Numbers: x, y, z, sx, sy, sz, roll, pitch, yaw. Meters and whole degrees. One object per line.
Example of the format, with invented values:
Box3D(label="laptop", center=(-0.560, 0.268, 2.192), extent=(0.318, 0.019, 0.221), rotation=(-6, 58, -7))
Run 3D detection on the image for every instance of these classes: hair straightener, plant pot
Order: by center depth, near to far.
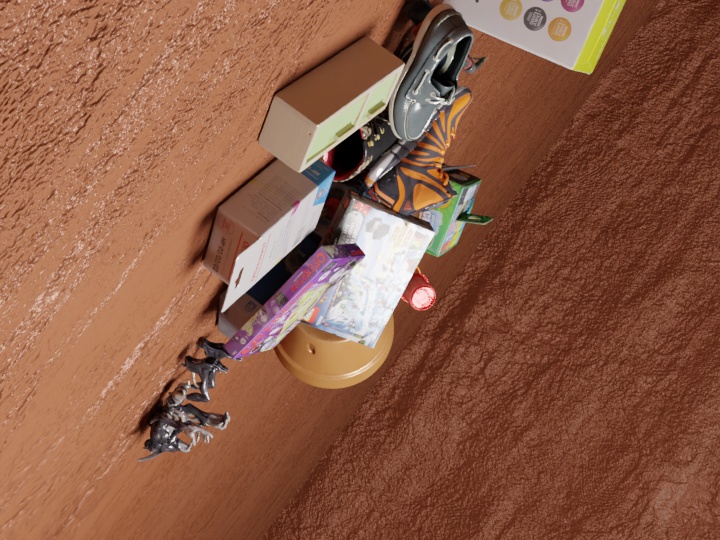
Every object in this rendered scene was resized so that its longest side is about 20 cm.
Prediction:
Box3D(label="hair straightener", center=(0.116, -0.322, 1.563), extent=(0.041, 0.077, 0.200), rotation=(-31, 156, 25))
Box3D(label="plant pot", center=(-0.044, 0.067, 1.800), extent=(0.200, 0.200, 0.140), rotation=(-50, 167, -17))

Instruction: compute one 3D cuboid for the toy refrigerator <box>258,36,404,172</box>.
Box3D(label="toy refrigerator", center=(-0.029, -0.197, 1.375), extent=(0.200, 0.070, 0.076), rotation=(-43, 165, -47))

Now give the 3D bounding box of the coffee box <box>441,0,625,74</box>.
Box3D(label="coffee box", center=(0.252, -0.392, 1.550), extent=(0.201, 0.197, 0.200), rotation=(-67, 166, 14))

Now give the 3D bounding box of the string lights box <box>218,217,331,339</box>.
Box3D(label="string lights box", center=(-0.119, 0.010, 1.668), extent=(0.200, 0.059, 0.103), rotation=(-48, 166, -29))

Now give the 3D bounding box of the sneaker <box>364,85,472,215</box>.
Box3D(label="sneaker", center=(0.109, -0.157, 1.631), extent=(0.200, 0.112, 0.078), rotation=(-47, 176, -2))

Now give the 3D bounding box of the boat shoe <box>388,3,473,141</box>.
Box3D(label="boat shoe", center=(0.092, -0.241, 1.496), extent=(0.073, 0.062, 0.201), rotation=(-19, 142, -39))

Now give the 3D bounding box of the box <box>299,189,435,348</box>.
Box3D(label="box", center=(0.000, 0.000, 1.652), extent=(0.201, 0.136, 0.040), rotation=(-62, -158, 18))

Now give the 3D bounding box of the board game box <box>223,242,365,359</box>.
Box3D(label="board game box", center=(-0.088, 0.040, 1.569), extent=(0.200, 0.032, 0.120), rotation=(-45, 163, 19))

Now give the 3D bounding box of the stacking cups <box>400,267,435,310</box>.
Box3D(label="stacking cups", center=(0.057, 0.001, 1.747), extent=(0.061, 0.060, 0.200), rotation=(-55, -155, 7))

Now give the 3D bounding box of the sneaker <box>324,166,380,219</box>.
Box3D(label="sneaker", center=(-0.014, -0.116, 1.731), extent=(0.200, 0.079, 0.096), rotation=(38, 70, -77))

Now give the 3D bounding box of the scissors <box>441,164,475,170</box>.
Box3D(label="scissors", center=(0.085, -0.148, 1.770), extent=(0.073, 0.199, 0.014), rotation=(51, 43, -63))

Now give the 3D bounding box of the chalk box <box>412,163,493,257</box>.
Box3D(label="chalk box", center=(0.112, -0.106, 1.868), extent=(0.125, 0.199, 0.125), rotation=(-26, 139, -68))

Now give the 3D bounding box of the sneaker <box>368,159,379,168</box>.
Box3D(label="sneaker", center=(0.068, -0.206, 1.770), extent=(0.200, 0.076, 0.091), rotation=(-44, 171, -36))

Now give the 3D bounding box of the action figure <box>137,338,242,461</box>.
Box3D(label="action figure", center=(-0.240, 0.203, 1.653), extent=(0.201, 0.102, 0.119), rotation=(-59, 180, 20))

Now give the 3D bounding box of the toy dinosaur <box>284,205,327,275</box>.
Box3D(label="toy dinosaur", center=(-0.097, -0.035, 1.581), extent=(0.047, 0.089, 0.200), rotation=(-26, -177, 30))

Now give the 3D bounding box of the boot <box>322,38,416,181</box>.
Box3D(label="boot", center=(0.029, -0.214, 1.583), extent=(0.151, 0.073, 0.200), rotation=(-40, 168, -51))

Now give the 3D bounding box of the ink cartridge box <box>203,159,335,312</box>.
Box3D(label="ink cartridge box", center=(-0.124, -0.053, 1.425), extent=(0.200, 0.068, 0.115), rotation=(-45, 166, -40))
